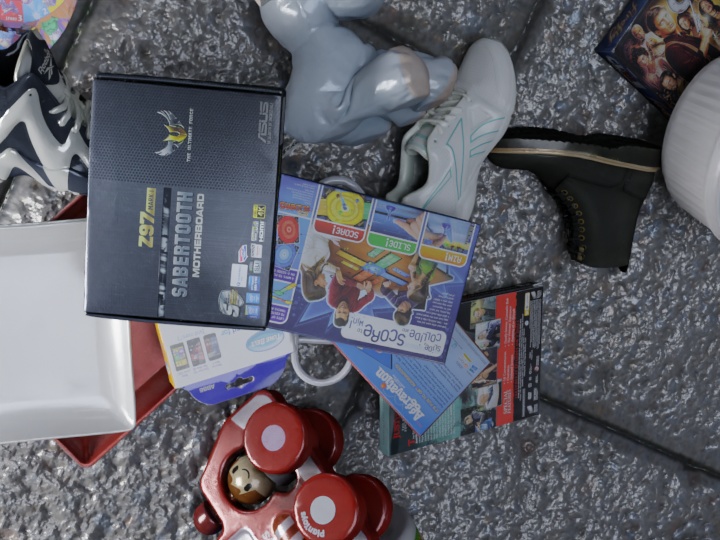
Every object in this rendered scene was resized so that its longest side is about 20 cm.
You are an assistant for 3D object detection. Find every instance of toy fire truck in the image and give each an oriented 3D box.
[{"bbox_3d":[-0.077,0.226,1.147,0.168,0.112,0.201,-42,71,8],"label":"toy fire truck"}]

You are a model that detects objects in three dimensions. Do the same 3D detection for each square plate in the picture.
[{"bbox_3d":[-0.301,0.054,1.058,0.195,0.028,0.203,-4,105,-18],"label":"square plate"}]

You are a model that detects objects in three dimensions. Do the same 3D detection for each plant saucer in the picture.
[{"bbox_3d":[-0.247,0.047,1.108,0.199,0.037,0.201,-41,113,-5],"label":"plant saucer"}]

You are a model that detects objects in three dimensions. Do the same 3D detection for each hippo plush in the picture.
[{"bbox_3d":[-0.024,-0.201,1.081,0.198,0.159,0.163,-20,87,11],"label":"hippo plush"}]

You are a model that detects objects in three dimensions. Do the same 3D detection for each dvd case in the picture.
[{"bbox_3d":[0.105,0.097,1.216,0.198,0.022,0.148,-11,108,-33],"label":"dvd case"}]

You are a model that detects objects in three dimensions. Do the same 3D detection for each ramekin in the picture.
[{"bbox_3d":[0.392,-0.130,1.212,0.201,0.094,0.205,-21,126,-31],"label":"ramekin"}]

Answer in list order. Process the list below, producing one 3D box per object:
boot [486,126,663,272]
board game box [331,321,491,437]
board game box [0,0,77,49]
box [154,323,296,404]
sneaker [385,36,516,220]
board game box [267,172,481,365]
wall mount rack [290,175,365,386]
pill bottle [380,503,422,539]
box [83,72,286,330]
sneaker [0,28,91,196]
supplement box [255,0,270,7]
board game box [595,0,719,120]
[{"bbox_3d":[0.208,-0.068,1.211,0.197,0.077,0.140,5,107,-18],"label":"boot"},{"bbox_3d":[0.028,0.053,1.131,0.103,0.019,0.200,-44,111,-8],"label":"board game box"},{"bbox_3d":[-0.331,-0.261,0.999,0.197,0.039,0.160,6,102,-20],"label":"board game box"},{"bbox_3d":[-0.134,0.015,1.083,0.118,0.041,0.203,-15,100,-15],"label":"box"},{"bbox_3d":[0.087,-0.130,1.139,0.080,0.070,0.203,19,90,-39],"label":"sneaker"},{"bbox_3d":[0.000,0.000,1.081,0.197,0.034,0.137,13,95,-20],"label":"board game box"},{"bbox_3d":[-0.009,0.006,1.159,0.171,0.075,0.203,3,103,-15],"label":"wall mount rack"},{"bbox_3d":[0.036,0.353,1.236,0.110,0.111,0.202,-26,110,-10],"label":"pill bottle"},{"bbox_3d":[-0.146,-0.057,0.996,0.155,0.051,0.203,6,100,0],"label":"box"},{"bbox_3d":[-0.252,-0.140,1.017,0.196,0.080,0.131,6,130,-10],"label":"sneaker"},{"bbox_3d":[-0.096,-0.340,0.993,0.125,0.074,0.201,-36,80,-6],"label":"supplement box"},{"bbox_3d":[0.349,-0.264,1.224,0.135,0.035,0.201,35,91,-22],"label":"board game box"}]
